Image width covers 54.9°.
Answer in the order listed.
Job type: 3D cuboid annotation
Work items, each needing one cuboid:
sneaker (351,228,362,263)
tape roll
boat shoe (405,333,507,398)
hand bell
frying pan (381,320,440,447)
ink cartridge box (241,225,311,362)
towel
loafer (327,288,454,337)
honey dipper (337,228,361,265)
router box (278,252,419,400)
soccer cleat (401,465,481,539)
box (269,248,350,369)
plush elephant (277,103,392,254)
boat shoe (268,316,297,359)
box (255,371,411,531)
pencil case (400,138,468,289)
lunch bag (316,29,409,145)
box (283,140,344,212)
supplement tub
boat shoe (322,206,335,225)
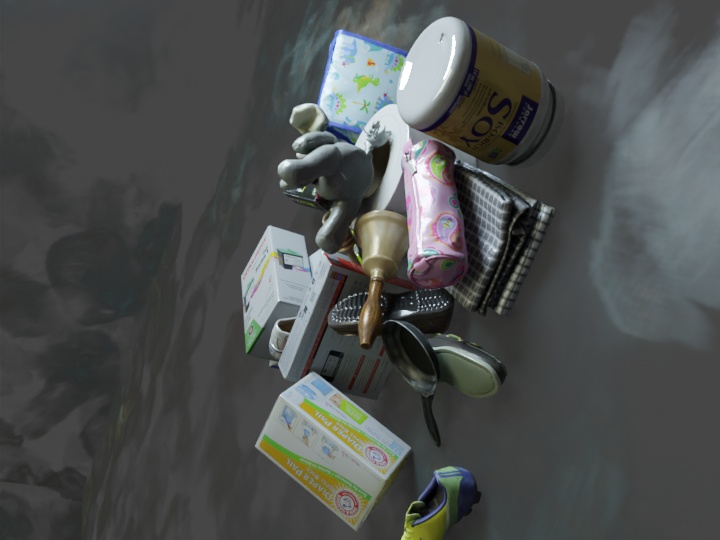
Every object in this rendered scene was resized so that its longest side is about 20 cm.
[{"bbox_3d":[0.021,-0.018,1.242,0.076,0.073,0.207,-2,-84,-77],"label":"sneaker"},{"bbox_3d":[0.075,-0.145,1.120,0.202,0.136,0.208,-37,45,49],"label":"tape roll"},{"bbox_3d":[0.133,0.120,0.940,0.200,0.060,0.073,1,118,61],"label":"boat shoe"},{"bbox_3d":[0.024,0.024,0.996,0.104,0.102,0.204,-41,29,46],"label":"hand bell"},{"bbox_3d":[0.089,0.149,0.942,0.193,0.031,0.115,59,155,1],"label":"frying pan"},{"bbox_3d":[-0.157,0.041,1.292,0.146,0.082,0.203,-55,33,33],"label":"ink cartridge box"},{"bbox_3d":[0.159,-0.048,0.964,0.169,0.084,0.200,-67,28,15],"label":"towel"},{"bbox_3d":[0.046,0.077,1.031,0.074,0.194,0.072,-74,-26,-51],"label":"loafer"},{"bbox_3d":[0.000,0.000,1.157,0.037,0.202,0.038,-20,33,14],"label":"honey dipper"},{"bbox_3d":[-0.016,0.096,1.119,0.204,0.176,0.049,-66,28,12],"label":"router box"},{"bbox_3d":[0.081,0.335,0.906,0.204,0.082,0.065,-63,29,21],"label":"soccer cleat"},{"bbox_3d":[-0.084,0.087,1.333,0.199,0.103,0.189,-30,50,53],"label":"box"},{"bbox_3d":[-0.060,-0.162,1.073,0.201,0.166,0.153,-50,38,-16],"label":"plush elephant"},{"bbox_3d":[-0.057,0.100,1.167,0.072,0.194,0.071,-116,31,-46],"label":"boat shoe"},{"bbox_3d":[-0.039,0.264,1.033,0.103,0.198,0.112,-61,-15,22],"label":"box"},{"bbox_3d":[0.095,-0.079,0.926,0.087,0.086,0.205,-40,44,47],"label":"pencil case"},{"bbox_3d":[0.019,-0.313,1.251,0.127,0.196,0.175,6,81,62],"label":"lunch bag"},{"bbox_3d":[-0.066,-0.228,1.478,0.203,0.047,0.192,-56,29,-5],"label":"box"},{"bbox_3d":[0.162,-0.230,0.930,0.145,0.196,0.149,-38,42,47],"label":"supplement tub"},{"bbox_3d":[-0.009,-0.113,1.341,0.199,0.064,0.074,-20,58,58],"label":"boat shoe"}]
